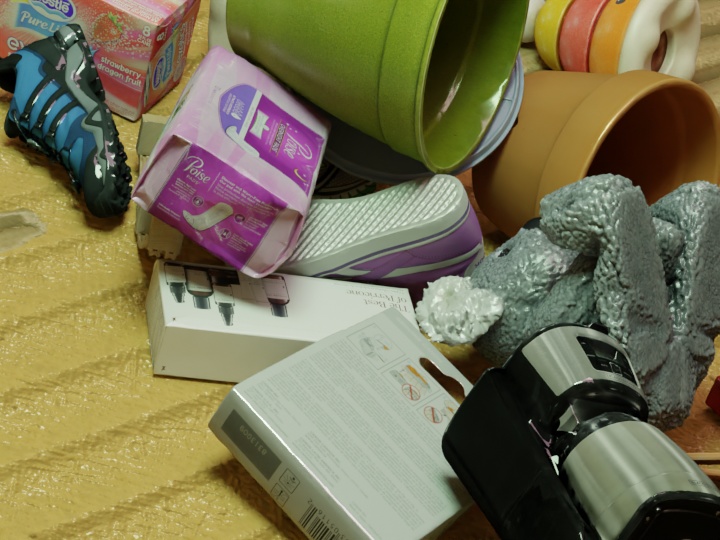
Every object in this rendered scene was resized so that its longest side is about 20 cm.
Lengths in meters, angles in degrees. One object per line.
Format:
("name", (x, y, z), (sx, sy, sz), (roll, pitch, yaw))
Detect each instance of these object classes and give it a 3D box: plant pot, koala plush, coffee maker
("plant pot", (0.186, -0.080, 1.672), (0.199, 0.202, 0.140), (-18, 32, -41))
("plant pot", (0.006, -0.200, 1.562), (0.192, 0.202, 0.200), (20, 33, 21))
("koala plush", (0.151, 0.028, 1.490), (0.199, 0.185, 0.177), (-3, -3, 41))
("coffee maker", (0.133, 0.158, 1.302), (0.135, 0.192, 0.200), (50, 5, -37))

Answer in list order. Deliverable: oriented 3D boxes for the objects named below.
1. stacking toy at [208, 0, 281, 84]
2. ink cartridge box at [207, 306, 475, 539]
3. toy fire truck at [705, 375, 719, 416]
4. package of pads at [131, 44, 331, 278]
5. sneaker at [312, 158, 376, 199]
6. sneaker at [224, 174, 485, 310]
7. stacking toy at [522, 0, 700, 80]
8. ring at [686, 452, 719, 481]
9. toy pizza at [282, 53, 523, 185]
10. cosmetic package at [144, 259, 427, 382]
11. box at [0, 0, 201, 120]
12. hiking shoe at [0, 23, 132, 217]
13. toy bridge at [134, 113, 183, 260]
("stacking toy", (-0.022, -0.210, 1.779), (0.199, 0.147, 0.146), (6, 36, -33))
("ink cartridge box", (0.012, 0.119, 1.405), (0.160, 0.047, 0.200), (45, 36, 15))
("toy fire truck", (0.336, 0.058, 1.577), (0.199, 0.142, 0.049), (-15, 47, -39))
("package of pads", (-0.090, -0.084, 1.501), (0.120, 0.076, 0.200), (32, 24, -10))
("sneaker", (-0.057, -0.098, 1.655), (0.199, 0.086, 0.078), (-8, 43, -34))
("sneaker", (0.000, 0.001, 1.566), (0.199, 0.115, 0.073), (-9, 47, 15))
("stacking toy", (0.218, -0.229, 1.956), (0.199, 0.147, 0.146), (18, 30, 31))
("ring", (0.290, 0.147, 1.434), (0.199, 0.200, 0.019), (7, 79, -17))
("toy pizza", (0.034, -0.156, 1.650), (0.198, 0.032, 0.202), (1, 65, -1))
("cosmetic package", (-0.056, 0.043, 1.493), (0.198, 0.051, 0.083), (7, 37, -17))
("box", (-0.248, -0.227, 1.726), (0.199, 0.103, 0.095), (26, 35, 9))
("hiking shoe", (-0.239, -0.109, 1.616), (0.086, 0.075, 0.201), (-20, 49, -4))
("toy bridge", (-0.158, -0.055, 1.563), (0.027, 0.068, 0.200), (9, 24, -13))
